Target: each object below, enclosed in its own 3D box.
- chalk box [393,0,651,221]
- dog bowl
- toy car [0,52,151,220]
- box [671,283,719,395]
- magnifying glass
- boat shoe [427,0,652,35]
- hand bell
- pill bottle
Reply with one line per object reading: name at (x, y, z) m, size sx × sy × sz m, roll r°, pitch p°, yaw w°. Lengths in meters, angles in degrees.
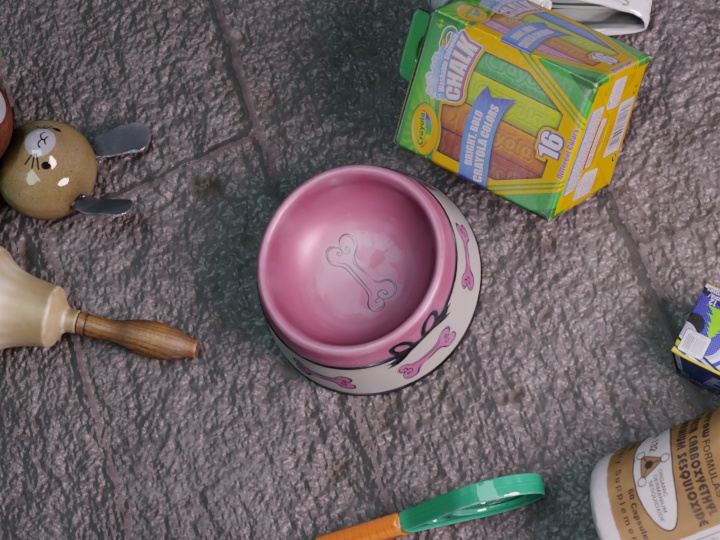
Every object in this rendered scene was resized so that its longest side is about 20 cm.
chalk box at (0.114, -0.149, 1.346) m, size 0.199 × 0.124 × 0.126 m, roll 27°, pitch 119°, yaw 22°
dog bowl at (0.000, 0.000, 1.384) m, size 0.198 × 0.074 × 0.203 m, roll -5°, pitch 72°, yaw 16°
toy car at (-0.294, -0.104, 1.474) m, size 0.197 × 0.158 × 0.166 m, roll 9°, pitch 56°, yaw 1°
box at (0.341, 0.087, 1.256) m, size 0.199 × 0.070 × 0.065 m, roll 27°, pitch 80°, yaw 23°
magnifying glass at (0.054, 0.198, 1.312) m, size 0.198 × 0.079 × 0.023 m, roll -18°, pitch 72°, yaw 21°
boat shoe at (0.153, -0.232, 1.407) m, size 0.197 × 0.074 × 0.067 m, roll -5°, pitch 57°, yaw 14°
hand bell at (-0.238, 0.047, 1.446) m, size 0.198 × 0.104 × 0.105 m, roll 11°, pitch 76°, yaw 7°
pill bottle at (0.277, 0.156, 1.196) m, size 0.199 × 0.114 × 0.116 m, roll -28°, pitch 65°, yaw 30°
